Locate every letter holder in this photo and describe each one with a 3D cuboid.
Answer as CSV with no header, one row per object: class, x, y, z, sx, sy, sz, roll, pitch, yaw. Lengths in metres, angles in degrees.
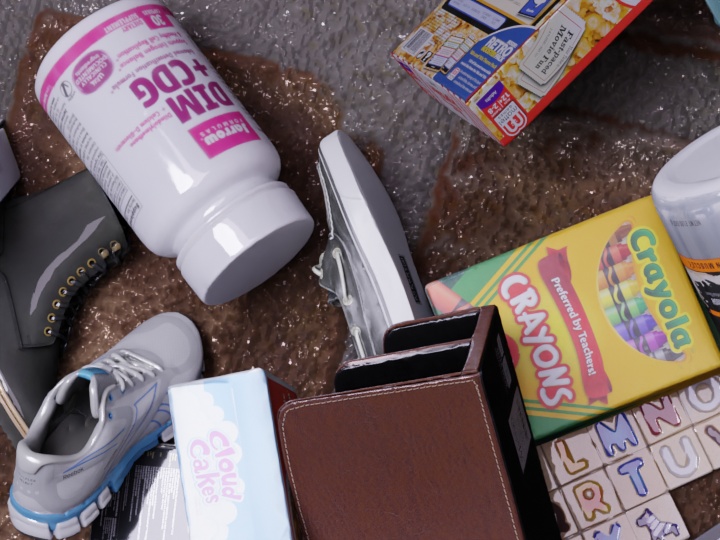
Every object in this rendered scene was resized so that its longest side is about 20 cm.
letter holder,0.040,0.142,1.251,0.142,0.101,0.200,-11,111,15

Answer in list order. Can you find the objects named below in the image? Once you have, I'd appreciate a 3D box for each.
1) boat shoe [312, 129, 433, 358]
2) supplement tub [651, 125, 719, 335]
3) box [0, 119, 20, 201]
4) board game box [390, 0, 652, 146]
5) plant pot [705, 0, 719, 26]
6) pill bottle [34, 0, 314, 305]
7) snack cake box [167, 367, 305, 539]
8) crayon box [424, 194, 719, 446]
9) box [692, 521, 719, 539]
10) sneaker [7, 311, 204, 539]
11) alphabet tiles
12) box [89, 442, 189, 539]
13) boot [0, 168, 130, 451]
boat shoe,0.000,0.000,1.340,0.064,0.071,0.200,-25,71,16
supplement tub,0.279,0.005,1.240,0.122,0.123,0.200,-29,106,4
box,-0.311,-0.049,1.351,0.122,0.200,0.048,-19,104,6
board game box,0.127,-0.186,1.313,0.200,0.152,0.046,-45,117,1
plant pot,0.325,-0.199,1.267,0.188,0.200,0.200,-32,77,19
pill bottle,-0.127,-0.082,1.352,0.113,0.113,0.200,-38,76,2
snack cake box,-0.067,0.171,1.257,0.067,0.115,0.201,-11,79,8
crayon box,0.158,0.033,1.314,0.200,0.051,0.127,-23,78,5
box,0.310,0.208,1.268,0.200,0.050,0.158,-34,78,3
sneaker,-0.166,0.087,1.310,0.075,0.087,0.200,19,47,17
alphabet tiles,0.159,0.119,1.329,0.200,0.008,0.167,-25,78,5
box,-0.109,0.221,1.338,0.160,0.044,0.201,4,82,10
boot,-0.209,0.028,1.373,0.138,0.077,0.200,-24,79,0
